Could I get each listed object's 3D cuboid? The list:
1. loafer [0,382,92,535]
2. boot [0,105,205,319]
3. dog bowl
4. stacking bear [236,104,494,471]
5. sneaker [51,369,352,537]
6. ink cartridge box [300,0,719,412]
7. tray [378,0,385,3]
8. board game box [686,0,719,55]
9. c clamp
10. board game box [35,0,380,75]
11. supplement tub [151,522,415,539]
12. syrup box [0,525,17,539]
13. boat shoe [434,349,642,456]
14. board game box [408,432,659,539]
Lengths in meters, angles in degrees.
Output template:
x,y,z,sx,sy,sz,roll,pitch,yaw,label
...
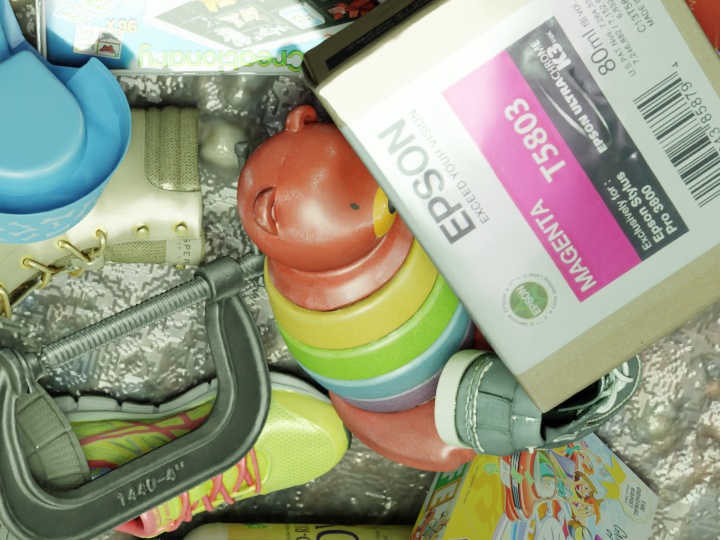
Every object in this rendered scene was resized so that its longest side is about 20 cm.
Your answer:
x,y,z,sx,sy,sz,roll,pitch,yaw,label
-0.224,0.078,1.023,0.200,0.072,0.063,44,142,13,loafer
-0.161,-0.005,0.994,0.155,0.073,0.201,6,68,-9,boot
-0.206,-0.095,0.959,0.111,0.050,0.200,-37,74,-28,dog bowl
0.000,0.000,0.978,0.113,0.122,0.200,9,149,30,stacking bear
-0.102,0.117,1.054,0.199,0.090,0.078,-8,122,1,sneaker
0.095,-0.060,0.873,0.165,0.075,0.200,-35,109,5,ink cartridge box
0.033,-0.191,0.931,0.107,0.022,0.200,-44,72,10,tray
0.181,-0.085,0.988,0.200,0.040,0.154,-3,112,-42,board game box
-0.120,0.048,0.975,0.200,0.027,0.171,-31,121,-28,c clamp
-0.076,-0.170,1.001,0.199,0.035,0.127,0,106,-4,board game box
-0.037,0.219,1.069,0.199,0.145,0.146,1,107,-5,supplement tub
-0.231,0.179,1.075,0.079,0.081,0.200,-38,108,7,syrup box
0.115,0.068,1.014,0.062,0.200,0.073,6,96,33,boat shoe
0.094,0.161,1.038,0.134,0.200,0.034,44,131,-16,board game box
